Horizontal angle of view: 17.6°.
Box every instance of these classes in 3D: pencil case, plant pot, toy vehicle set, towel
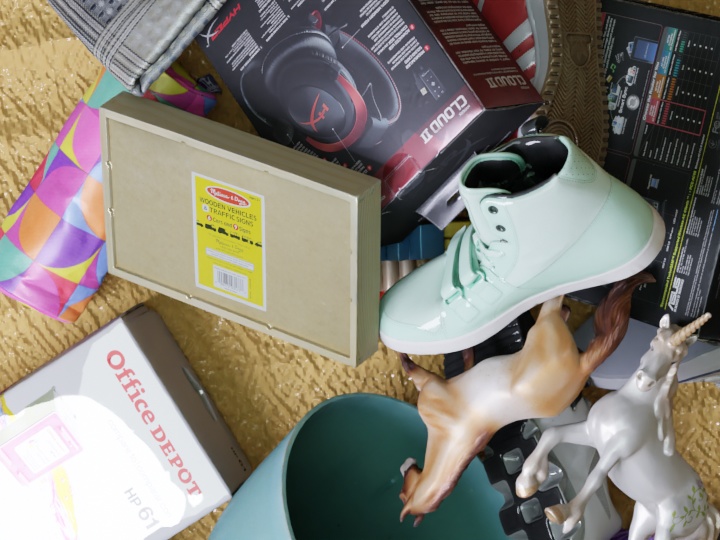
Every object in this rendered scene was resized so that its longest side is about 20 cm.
[{"bbox_3d":[-0.175,-0.064,1.564,0.088,0.088,0.200,34,97,3],"label":"pencil case"},{"bbox_3d":[-0.014,0.206,1.513,0.201,0.201,0.161,49,128,0],"label":"plant pot"},{"bbox_3d":[-0.077,-0.027,1.468,0.199,0.026,0.125,20,127,27],"label":"toy vehicle set"},{"bbox_3d":[-0.129,-0.235,1.508,0.200,0.035,0.193,-49,46,8],"label":"towel"}]

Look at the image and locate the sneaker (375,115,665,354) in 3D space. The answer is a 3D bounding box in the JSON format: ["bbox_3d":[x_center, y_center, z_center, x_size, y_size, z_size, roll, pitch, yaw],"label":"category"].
[{"bbox_3d":[0.070,-0.024,1.409,0.200,0.074,0.118,-24,134,28],"label":"sneaker"}]

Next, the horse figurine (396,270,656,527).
[{"bbox_3d":[0.092,0.060,1.452,0.200,0.133,0.050,-28,135,24],"label":"horse figurine"}]

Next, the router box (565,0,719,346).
[{"bbox_3d":[0.197,-0.066,1.486,0.150,0.062,0.201,20,100,43],"label":"router box"}]

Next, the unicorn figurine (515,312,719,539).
[{"bbox_3d":[0.170,0.118,1.441,0.137,0.074,0.200,-41,134,-13],"label":"unicorn figurine"}]

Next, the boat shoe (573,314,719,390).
[{"bbox_3d":[0.236,0.049,1.525,0.199,0.071,0.070,-16,137,25],"label":"boat shoe"}]

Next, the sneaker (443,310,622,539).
[{"bbox_3d":[0.118,0.094,1.538,0.074,0.088,0.201,-22,81,44],"label":"sneaker"}]

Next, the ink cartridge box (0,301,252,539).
[{"bbox_3d":[-0.195,0.136,1.583,0.200,0.085,0.145,-33,91,8],"label":"ink cartridge box"}]

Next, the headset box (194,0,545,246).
[{"bbox_3d":[0.008,-0.118,1.459,0.149,0.075,0.200,-45,71,32],"label":"headset box"}]

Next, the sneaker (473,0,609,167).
[{"bbox_3d":[0.097,-0.123,1.498,0.112,0.071,0.201,-2,85,48],"label":"sneaker"}]

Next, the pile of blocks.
[{"bbox_3d":[0.000,0.000,1.545,0.199,0.082,0.062,-3,95,7],"label":"pile of blocks"}]

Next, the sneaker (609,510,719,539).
[{"bbox_3d":[0.204,0.190,1.545,0.199,0.083,0.081,-13,114,-6],"label":"sneaker"}]
